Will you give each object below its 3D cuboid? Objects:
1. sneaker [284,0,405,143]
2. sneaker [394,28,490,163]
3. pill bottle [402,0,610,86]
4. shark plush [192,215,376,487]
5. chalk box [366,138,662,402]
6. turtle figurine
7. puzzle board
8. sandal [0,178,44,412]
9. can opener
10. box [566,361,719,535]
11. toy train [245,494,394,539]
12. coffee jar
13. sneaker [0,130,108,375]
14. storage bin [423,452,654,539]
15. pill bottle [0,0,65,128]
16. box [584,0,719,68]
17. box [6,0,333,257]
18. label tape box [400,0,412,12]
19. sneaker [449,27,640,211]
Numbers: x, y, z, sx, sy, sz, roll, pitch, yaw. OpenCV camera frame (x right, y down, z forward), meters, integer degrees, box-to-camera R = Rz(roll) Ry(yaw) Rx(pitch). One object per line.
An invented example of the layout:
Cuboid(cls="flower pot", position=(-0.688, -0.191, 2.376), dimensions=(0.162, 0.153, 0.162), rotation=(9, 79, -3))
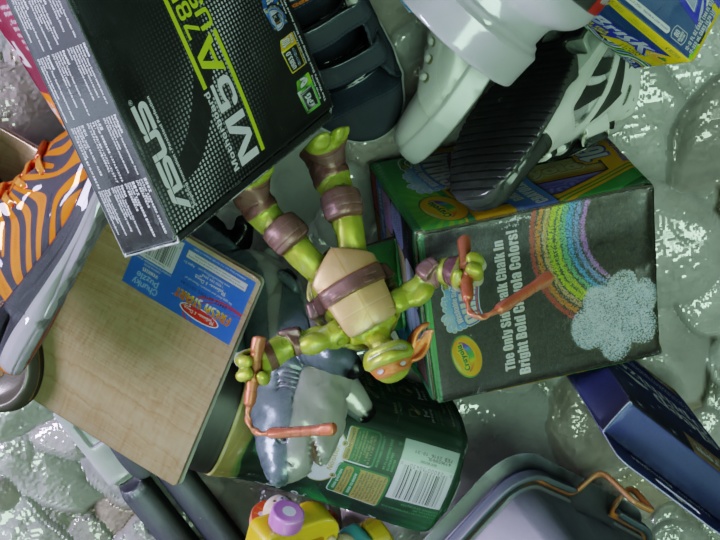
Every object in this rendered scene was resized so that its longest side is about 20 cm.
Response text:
Cuboid(cls="sneaker", position=(-0.029, -0.154, 1.340), dimensions=(0.078, 0.079, 0.200), rotation=(-30, 116, 1))
Cuboid(cls="sneaker", position=(0.061, -0.167, 1.365), dimensions=(0.084, 0.073, 0.200), rotation=(30, 99, -6))
Cuboid(cls="pill bottle", position=(0.116, -0.210, 1.242), dimensions=(0.116, 0.116, 0.200), rotation=(36, 105, -22))
Cuboid(cls="shark plush", position=(-0.065, 0.032, 1.354), dimensions=(0.083, 0.091, 0.201), rotation=(-29, 79, -7))
Cuboid(cls="chalk box", position=(0.077, -0.004, 1.396), dimensions=(0.199, 0.124, 0.125), rotation=(-11, 115, -9))
Cuboid(cls="turtle figurine", position=(0.000, 0.000, 1.292), dimensions=(0.199, 0.064, 0.162), rotation=(-27, 84, 0))
Cuboid(cls="puzzle board", position=(-0.167, 0.021, 1.359), dimensions=(0.199, 0.017, 0.151), rotation=(29, 111, 14))
Cuboid(cls="sandal", position=(-0.253, -0.001, 1.344), dimensions=(0.081, 0.055, 0.201), rotation=(-7, 104, 24))
Cuboid(cls="can opener", position=(-0.134, 0.148, 1.455), dimensions=(0.053, 0.067, 0.200), rotation=(-32, 120, 4))
Cuboid(cls="box", position=(0.188, 0.098, 1.421), dimensions=(0.121, 0.200, 0.032), rotation=(37, 102, -23))
Cuboid(cls="toy train", position=(-0.064, 0.209, 1.466), dimensions=(0.200, 0.056, 0.150), rotation=(15, 115, -50))
Cuboid(cls="coffee jar", position=(-0.036, 0.102, 1.430), dimensions=(0.199, 0.104, 0.086), rotation=(17, 109, -17))
Cuboid(cls="sneaker", position=(-0.204, -0.040, 1.257), dimensions=(0.112, 0.078, 0.200), rotation=(30, 110, -3))
Cuboid(cls="storage bin", position=(0.154, 0.222, 1.462), dimensions=(0.146, 0.134, 0.200), rotation=(-48, 141, 9))
Cuboid(cls="pill bottle", position=(-0.151, -0.150, 1.296), dimensions=(0.114, 0.114, 0.200), rotation=(-30, 114, 2))
Cuboid(cls="box", position=(0.205, -0.224, 1.323), dimensions=(0.070, 0.064, 0.201), rotation=(35, 77, -22))
Cuboid(cls="box", position=(-0.108, -0.137, 1.211), dimensions=(0.047, 0.193, 0.201), rotation=(-14, 106, 31))
Cuboid(cls="label tape box", position=(0.022, -0.273, 1.280), dimensions=(0.143, 0.066, 0.200), rotation=(-38, 96, 5))
Cuboid(cls="sneaker", position=(0.131, -0.100, 1.359), dimensions=(0.089, 0.074, 0.200), rotation=(51, 61, -32))
